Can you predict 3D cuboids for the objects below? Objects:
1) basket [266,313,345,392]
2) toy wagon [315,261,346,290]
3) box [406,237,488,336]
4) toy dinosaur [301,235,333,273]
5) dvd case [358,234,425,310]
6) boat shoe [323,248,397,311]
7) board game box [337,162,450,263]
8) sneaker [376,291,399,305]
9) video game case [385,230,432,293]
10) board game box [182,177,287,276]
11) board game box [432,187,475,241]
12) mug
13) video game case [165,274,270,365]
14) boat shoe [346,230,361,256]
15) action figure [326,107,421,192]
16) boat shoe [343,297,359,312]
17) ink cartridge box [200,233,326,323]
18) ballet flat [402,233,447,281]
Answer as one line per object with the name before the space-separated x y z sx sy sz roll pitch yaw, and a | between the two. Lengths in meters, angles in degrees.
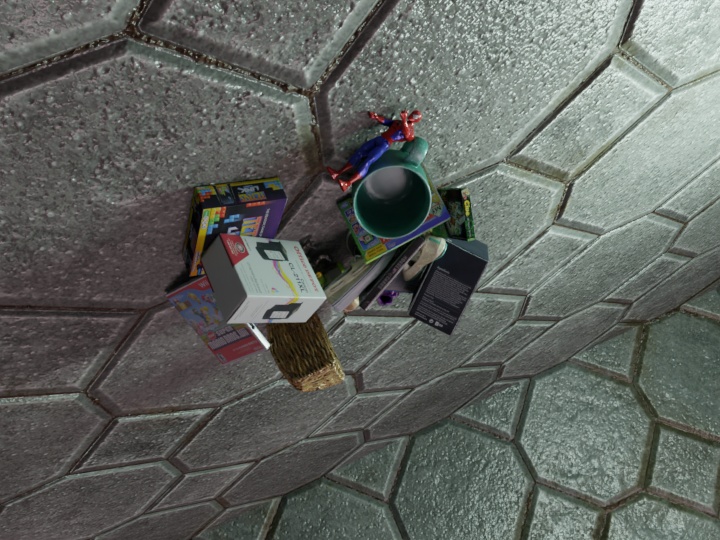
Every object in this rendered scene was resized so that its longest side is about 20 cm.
basket | -0.142 0.199 1.737 0.141 0.202 0.149 -26 154 -3
toy wagon | -0.100 0.037 1.601 0.154 0.040 0.200 -34 178 -5
box | 0.211 0.019 1.677 0.200 0.122 0.199 -55 168 -74
toy dinosaur | -0.118 -0.027 1.541 0.087 0.048 0.199 -31 151 23
dvd case | 0.066 -0.016 1.548 0.201 0.025 0.151 -50 -168 14
boat shoe | 0.000 0.000 1.524 0.200 0.062 0.072 -47 -169 -2
board game box | 0.069 -0.120 1.446 0.198 0.136 0.029 -28 174 1
sneaker | 0.080 0.016 1.749 0.079 0.089 0.201 -7 146 -31
video game case | 0.121 -0.041 1.676 0.142 0.018 0.202 8 113 -48
board game box | -0.240 -0.079 1.321 0.163 0.057 0.201 -11 149 -28
board game box | 0.187 -0.121 1.477 0.023 0.107 0.200 -13 -170 -13
mug | 0.070 -0.163 1.360 0.183 0.115 0.153 -28 118 12
video game case | -0.293 0.102 1.440 0.142 0.201 0.018 -22 -157 35
boat shoe | 0.016 -0.078 1.553 0.071 0.061 0.203 -17 151 -21
action figure | 0.025 -0.239 1.261 0.199 0.065 0.099 -37 146 -5
boat shoe | -0.038 0.067 1.673 0.073 0.070 0.200 -37 -178 -4
ink cartridge box | -0.180 0.017 1.322 0.198 0.147 0.083 3 139 -48
ballet flat | 0.128 -0.036 1.590 0.062 0.068 0.200 26 151 -11
